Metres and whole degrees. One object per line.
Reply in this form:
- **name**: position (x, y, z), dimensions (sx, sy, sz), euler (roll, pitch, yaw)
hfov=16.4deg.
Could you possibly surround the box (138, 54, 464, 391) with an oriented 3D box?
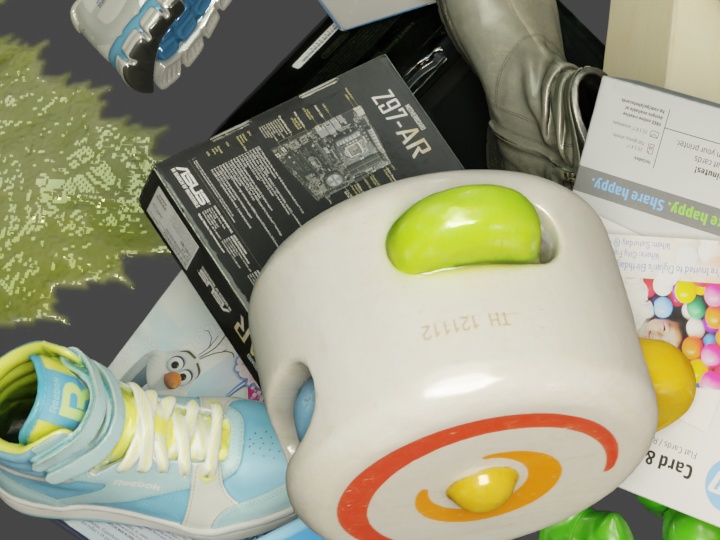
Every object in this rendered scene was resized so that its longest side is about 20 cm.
- **box**: position (0.000, 0.000, 1.348), dimensions (0.160, 0.044, 0.200), euler (-29, 77, -27)

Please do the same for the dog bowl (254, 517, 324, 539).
- **dog bowl**: position (-0.029, 0.183, 1.294), dimensions (0.200, 0.050, 0.112), euler (-27, 68, 10)

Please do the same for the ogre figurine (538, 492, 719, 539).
- **ogre figurine**: position (0.131, 0.169, 1.313), dimensions (0.120, 0.098, 0.200), euler (18, 52, 35)

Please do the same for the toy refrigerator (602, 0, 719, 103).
- **toy refrigerator**: position (0.181, -0.079, 1.418), dimensions (0.070, 0.076, 0.200), euler (18, 64, -22)

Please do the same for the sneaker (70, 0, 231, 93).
- **sneaker**: position (-0.101, -0.206, 1.534), dimensions (0.087, 0.075, 0.200), euler (36, 75, 28)

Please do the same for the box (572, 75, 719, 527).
- **box**: position (0.169, 0.017, 1.264), dimensions (0.156, 0.041, 0.200), euler (21, 101, 34)

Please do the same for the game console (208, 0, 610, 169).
- **game console**: position (0.041, -0.083, 1.483), dimensions (0.200, 0.116, 0.176), euler (-47, 37, -14)

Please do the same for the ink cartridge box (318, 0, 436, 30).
- **ink cartridge box**: position (0.030, -0.252, 1.499), dimensions (0.115, 0.068, 0.200), euler (-15, 49, 24)

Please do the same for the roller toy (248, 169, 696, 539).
- **roller toy**: position (0.046, 0.053, 1.204), dimensions (0.182, 0.200, 0.140), euler (-29, 58, 25)

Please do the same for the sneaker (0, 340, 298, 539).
- **sneaker**: position (-0.114, 0.088, 1.317), dimensions (0.200, 0.131, 0.080), euler (-2, 66, 8)

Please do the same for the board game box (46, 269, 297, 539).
- **board game box**: position (-0.053, 0.099, 1.397), dimensions (0.200, 0.043, 0.199), euler (31, 75, 20)

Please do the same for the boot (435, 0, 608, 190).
- **boot**: position (0.105, -0.109, 1.365), dimensions (0.068, 0.131, 0.200), euler (-18, 102, -16)
